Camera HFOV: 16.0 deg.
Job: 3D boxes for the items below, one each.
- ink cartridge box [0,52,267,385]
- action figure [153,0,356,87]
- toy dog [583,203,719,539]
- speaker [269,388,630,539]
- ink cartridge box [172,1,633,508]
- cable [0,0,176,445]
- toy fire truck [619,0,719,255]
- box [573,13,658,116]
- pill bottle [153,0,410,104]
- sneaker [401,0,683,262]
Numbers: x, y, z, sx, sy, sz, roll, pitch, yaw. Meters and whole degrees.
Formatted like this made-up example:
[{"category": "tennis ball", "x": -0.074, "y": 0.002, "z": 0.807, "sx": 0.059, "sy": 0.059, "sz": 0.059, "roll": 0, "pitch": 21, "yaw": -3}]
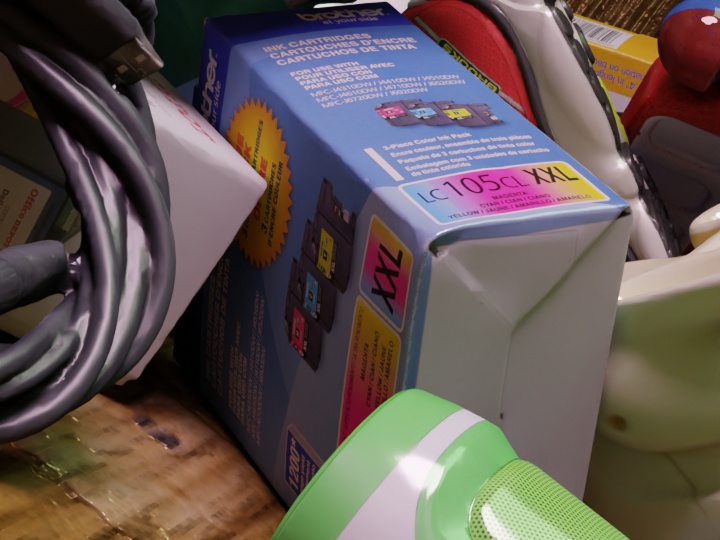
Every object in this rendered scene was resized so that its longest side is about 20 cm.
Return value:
[{"category": "ink cartridge box", "x": -0.148, "y": -0.063, "z": 0.812, "sx": 0.200, "sy": 0.088, "sz": 0.145, "roll": 32, "pitch": 9, "yaw": -36}, {"category": "action figure", "x": -0.019, "y": -0.129, "z": 0.874, "sx": 0.055, "sy": 0.199, "sz": 0.119, "roll": -36, "pitch": 112, "yaw": -51}, {"category": "toy dog", "x": 0.133, "y": 0.087, "z": 0.840, "sx": 0.201, "sy": 0.193, "sz": 0.140, "roll": 64, "pitch": 26, "yaw": -4}, {"category": "speaker", "x": 0.069, "y": 0.120, "z": 0.687, "sx": 0.200, "sy": 0.089, "sz": 0.088, "roll": 38, "pitch": 9, "yaw": 13}, {"category": "ink cartridge box", "x": 0.000, "y": 0.000, "z": 0.844, "sx": 0.076, "sy": 0.137, "sz": 0.200, "roll": -6, "pitch": 30, "yaw": -24}, {"category": "cable", "x": -0.126, "y": -0.047, "z": 0.672, "sx": 0.051, "sy": 0.164, "sz": 0.200, "roll": -12, "pitch": -33, "yaw": 35}, {"category": "toy fire truck", "x": 0.176, "y": -0.036, "z": 0.942, "sx": 0.167, "sy": 0.113, "sz": 0.200, "roll": 20, "pitch": -24, "yaw": -1}, {"category": "box", "x": 0.119, "y": -0.012, "z": 1.224, "sx": 0.119, "sy": 0.201, "sz": 0.041, "roll": 19, "pitch": 23, "yaw": 18}, {"category": "pill bottle", "x": 0.001, "y": -0.037, "z": 1.003, "sx": 0.200, "sy": 0.116, "sz": 0.116, "roll": 50, "pitch": 7, "yaw": -8}, {"category": "sneaker", "x": 0.066, "y": -0.016, "z": 0.932, "sx": 0.077, "sy": 0.085, "sz": 0.201, "roll": -79, "pitch": 145, "yaw": -70}]
